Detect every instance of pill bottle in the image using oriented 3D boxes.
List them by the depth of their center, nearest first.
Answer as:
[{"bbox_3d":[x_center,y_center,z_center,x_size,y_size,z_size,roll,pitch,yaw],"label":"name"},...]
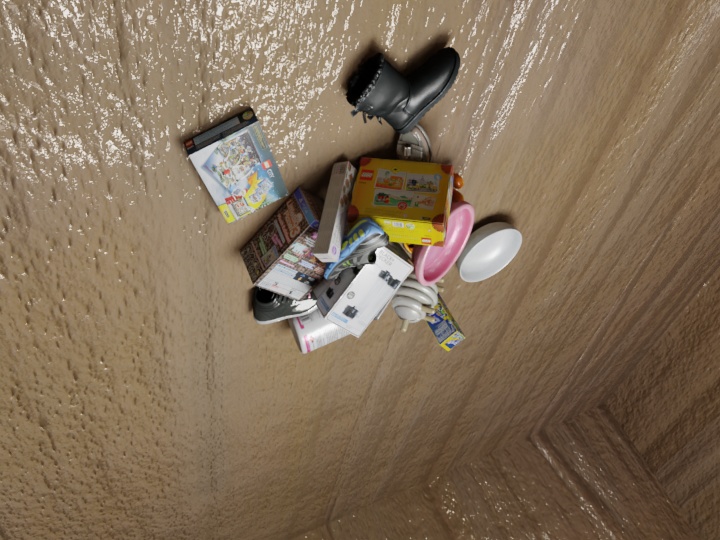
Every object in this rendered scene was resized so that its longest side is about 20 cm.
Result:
[{"bbox_3d":[-0.077,0.118,1.651,0.195,0.115,0.115,-21,146,-13],"label":"pill bottle"}]

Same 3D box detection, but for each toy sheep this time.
[{"bbox_3d":[0.144,0.067,1.723,0.134,0.204,0.139,17,151,10],"label":"toy sheep"}]

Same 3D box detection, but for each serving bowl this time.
[{"bbox_3d":[0.340,-0.061,1.797,0.195,0.067,0.203,-22,146,-15],"label":"serving bowl"}]

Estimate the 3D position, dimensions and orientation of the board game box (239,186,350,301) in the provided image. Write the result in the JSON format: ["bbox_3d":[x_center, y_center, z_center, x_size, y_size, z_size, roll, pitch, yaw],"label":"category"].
[{"bbox_3d":[-0.129,-0.050,1.404,0.199,0.098,0.158,-43,145,17],"label":"board game box"}]

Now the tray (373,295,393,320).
[{"bbox_3d":[0.052,0.076,1.680,0.109,0.022,0.200,-56,-177,-8],"label":"tray"}]

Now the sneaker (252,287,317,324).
[{"bbox_3d":[-0.163,0.058,1.541,0.194,0.072,0.100,-19,151,-10],"label":"sneaker"}]

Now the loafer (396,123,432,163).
[{"bbox_3d":[0.109,-0.222,1.382,0.064,0.070,0.202,-58,157,-23],"label":"loafer"}]

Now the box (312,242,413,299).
[{"bbox_3d":[0.000,0.000,1.500,0.151,0.107,0.201,35,101,-34],"label":"box"}]

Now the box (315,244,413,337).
[{"bbox_3d":[0.008,0.031,1.414,0.116,0.060,0.201,32,102,-38],"label":"box"}]

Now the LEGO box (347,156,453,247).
[{"bbox_3d":[0.083,-0.140,1.330,0.193,0.153,0.078,7,149,12],"label":"LEGO box"}]

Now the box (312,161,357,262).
[{"bbox_3d":[-0.049,-0.118,1.307,0.040,0.206,0.039,-3,156,32],"label":"box"}]

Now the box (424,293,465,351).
[{"bbox_3d":[0.203,0.113,1.789,0.064,0.203,0.070,-36,146,13],"label":"box"}]

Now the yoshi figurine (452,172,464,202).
[{"bbox_3d":[0.154,-0.129,1.470,0.197,0.114,0.112,-34,-176,-16],"label":"yoshi figurine"}]

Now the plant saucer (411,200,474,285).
[{"bbox_3d":[0.175,-0.065,1.447,0.200,0.050,0.204,-41,150,-30],"label":"plant saucer"}]

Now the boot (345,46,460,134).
[{"bbox_3d":[0.074,-0.349,1.209,0.160,0.074,0.199,16,125,-45],"label":"boot"}]

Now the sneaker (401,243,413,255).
[{"bbox_3d":[0.137,-0.064,1.612,0.077,0.079,0.200,-29,147,14],"label":"sneaker"}]

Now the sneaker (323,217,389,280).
[{"bbox_3d":[-0.012,-0.028,1.324,0.081,0.072,0.199,29,140,-19],"label":"sneaker"}]

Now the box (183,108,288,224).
[{"bbox_3d":[-0.221,-0.184,1.209,0.134,0.038,0.202,-27,147,-6],"label":"box"}]
